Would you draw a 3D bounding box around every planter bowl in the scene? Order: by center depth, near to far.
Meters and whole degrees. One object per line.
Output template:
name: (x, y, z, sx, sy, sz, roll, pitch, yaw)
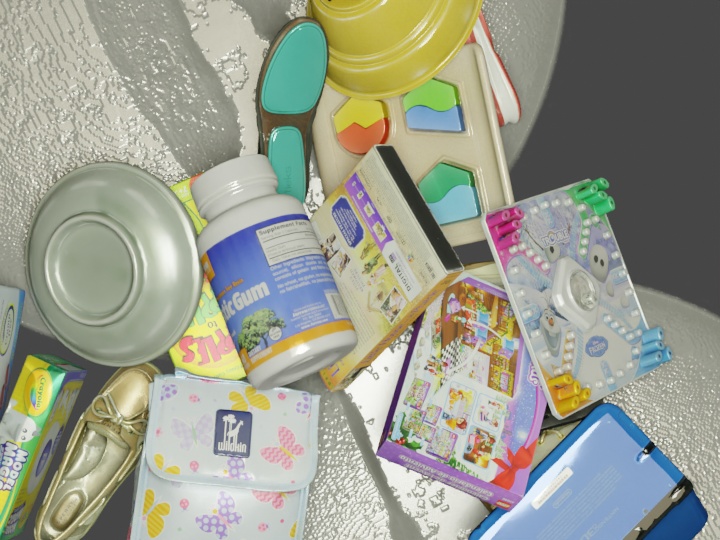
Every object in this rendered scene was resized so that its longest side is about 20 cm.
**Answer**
planter bowl: (0.013, -0.272, 1.539, 0.198, 0.083, 0.203, -12, 66, 27)

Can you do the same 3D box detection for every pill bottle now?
pill bottle: (-0.088, -0.001, 1.507, 0.111, 0.112, 0.202, -23, 78, -2)

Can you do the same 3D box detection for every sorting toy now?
sorting toy: (0.044, -0.109, 1.563, 0.198, 0.036, 0.187, -12, 90, 24)

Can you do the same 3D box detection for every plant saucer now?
plant saucer: (-0.248, -0.003, 1.553, 0.198, 0.050, 0.203, 3, 99, 21)

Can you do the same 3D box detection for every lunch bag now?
lunch bag: (-0.132, 0.203, 1.531, 0.168, 0.127, 0.203, 10, 94, -8)

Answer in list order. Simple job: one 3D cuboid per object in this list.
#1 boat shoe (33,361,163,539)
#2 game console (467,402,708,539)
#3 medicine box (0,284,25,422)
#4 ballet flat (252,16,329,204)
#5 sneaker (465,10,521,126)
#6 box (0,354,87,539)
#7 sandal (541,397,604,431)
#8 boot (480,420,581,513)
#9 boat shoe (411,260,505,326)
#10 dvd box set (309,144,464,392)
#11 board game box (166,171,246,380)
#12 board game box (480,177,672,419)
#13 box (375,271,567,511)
boat shoe: (-0.255, 0.180, 1.575, 0.073, 0.063, 0.202, 34, 88, 1)
game console: (0.221, 0.252, 1.555, 0.200, 0.118, 0.171, -44, 87, -3)
medicine box: (-0.397, 0.095, 1.509, 0.102, 0.200, 0.184, 10, 88, 0)
ballet flat: (-0.077, -0.154, 1.566, 0.067, 0.068, 0.202, 2, 112, -20)
sneaker: (0.070, -0.216, 1.591, 0.115, 0.078, 0.202, -27, 87, -3)
box: (-0.328, 0.182, 1.548, 0.048, 0.117, 0.202, 23, 88, 1)
sandal: (0.140, 0.133, 1.526, 0.198, 0.045, 0.076, -22, 74, -11)
boot: (0.170, 0.167, 1.579, 0.154, 0.072, 0.201, -37, 91, -3)
boat shoe: (0.081, 0.032, 1.581, 0.197, 0.074, 0.067, -8, 82, -1)
dvd box set: (0.000, 0.000, 1.524, 0.200, 0.029, 0.147, -48, 63, 37)
board game box: (-0.160, 0.016, 1.592, 0.101, 0.048, 0.202, -23, 88, -2)
board game box: (0.212, 0.020, 1.538, 0.026, 0.199, 0.202, -22, 87, 41)
box: (0.105, 0.105, 1.487, 0.136, 0.039, 0.201, 23, 57, -5)
